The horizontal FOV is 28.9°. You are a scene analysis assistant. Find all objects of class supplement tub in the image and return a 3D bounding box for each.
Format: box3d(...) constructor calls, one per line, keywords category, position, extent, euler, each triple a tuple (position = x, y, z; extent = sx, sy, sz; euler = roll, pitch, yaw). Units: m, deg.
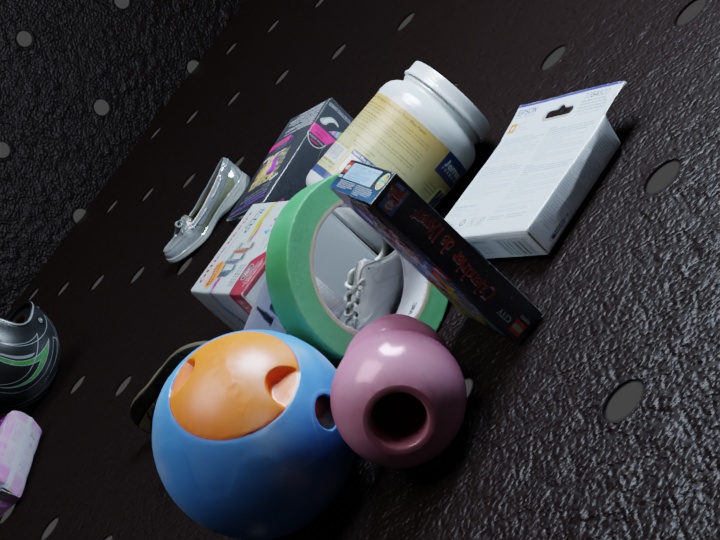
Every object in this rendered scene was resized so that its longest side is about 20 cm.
box3d(category="supplement tub", position=(0.046, -0.133, 1.658), extent=(0.200, 0.144, 0.144), euler=(-49, 19, 0))

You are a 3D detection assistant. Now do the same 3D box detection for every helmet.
box3d(category="helmet", position=(-0.638, 0.157, 2.524), extent=(0.199, 0.189, 0.203), euler=(-1, 89, 57))

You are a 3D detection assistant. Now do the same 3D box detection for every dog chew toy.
box3d(category="dog chew toy", position=(0.034, 0.100, 1.303), extent=(0.125, 0.124, 0.200), euler=(-44, 12, 12))

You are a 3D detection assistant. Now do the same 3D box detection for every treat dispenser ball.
box3d(category="treat dispenser ball", position=(-0.102, 0.159, 1.354), extent=(0.201, 0.201, 0.201), euler=(-41, 21, 19))

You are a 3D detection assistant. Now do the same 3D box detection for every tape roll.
box3d(category="tape roll", position=(0.000, 0.000, 1.429), extent=(0.048, 0.200, 0.201), euler=(-17, 36, 55))

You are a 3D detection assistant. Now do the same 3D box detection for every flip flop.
box3d(category="flip flop", position=(-0.233, 0.150, 1.857), extent=(0.200, 0.081, 0.058), euler=(-42, 5, 35))

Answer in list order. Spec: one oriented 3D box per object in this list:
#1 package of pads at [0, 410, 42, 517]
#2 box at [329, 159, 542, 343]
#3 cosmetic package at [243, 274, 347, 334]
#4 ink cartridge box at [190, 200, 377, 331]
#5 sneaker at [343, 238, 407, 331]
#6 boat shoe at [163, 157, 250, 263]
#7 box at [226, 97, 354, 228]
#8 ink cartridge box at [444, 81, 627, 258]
box3d(category="package of pads", position=(-0.595, 0.329, 2.284), extent=(0.120, 0.076, 0.201), euler=(-39, 21, 17))
box3d(category="box", position=(0.069, -0.020, 1.317), extent=(0.038, 0.200, 0.136), euler=(-49, 20, -5))
box3d(category="cosmetic package", position=(-0.088, 0.084, 1.513), extent=(0.051, 0.082, 0.201), euler=(-34, -22, -43))
box3d(category="ink cartridge box", position=(-0.084, 0.016, 1.664), extent=(0.146, 0.144, 0.200), euler=(-54, 19, -15))
box3d(category="sneaker", position=(0.011, 0.039, 1.503), extent=(0.074, 0.087, 0.201), euler=(-10, 44, 57))
box3d(category="boat shoe", position=(-0.275, -0.101, 2.405), extent=(0.202, 0.065, 0.074), euler=(-49, 19, 1))
box3d(category="box", position=(-0.071, -0.115, 1.910), extent=(0.106, 0.122, 0.201), euler=(-18, 36, 54))
box3d(category="ink cartridge box", position=(0.182, -0.099, 1.460), extent=(0.201, 0.041, 0.199), euler=(-55, 20, -17))
